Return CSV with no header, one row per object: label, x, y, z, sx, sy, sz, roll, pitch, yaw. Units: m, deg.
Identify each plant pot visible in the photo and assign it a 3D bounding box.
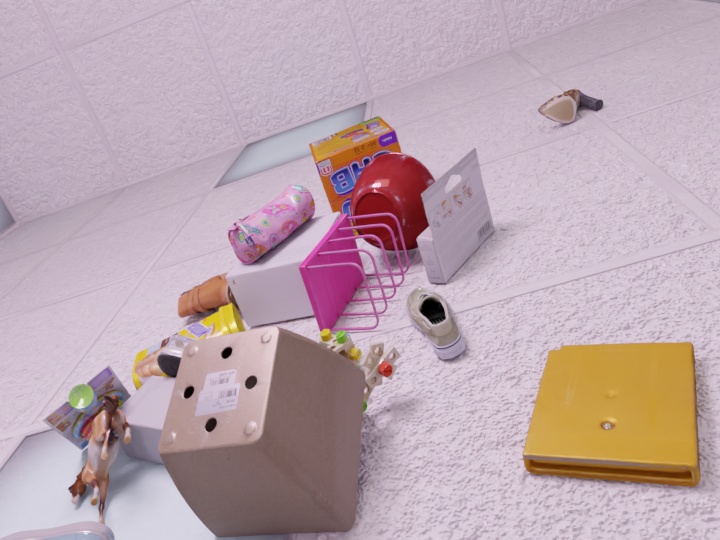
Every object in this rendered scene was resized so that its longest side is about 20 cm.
plant pot,-0.120,0.177,0.729,0.194,0.178,0.204,-11,49,20

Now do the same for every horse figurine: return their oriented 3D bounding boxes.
horse figurine,-0.371,0.264,0.891,0.049,0.206,0.132,12,9,-30

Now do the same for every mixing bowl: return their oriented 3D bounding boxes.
mixing bowl,0.052,-0.121,1.227,0.195,0.206,0.108,-5,17,32

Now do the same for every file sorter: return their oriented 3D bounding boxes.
file sorter,0.000,0.000,1.124,0.122,0.142,0.201,-4,29,27

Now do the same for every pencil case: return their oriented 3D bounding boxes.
pencil case,-0.176,-0.096,1.227,0.086,0.089,0.199,3,33,41

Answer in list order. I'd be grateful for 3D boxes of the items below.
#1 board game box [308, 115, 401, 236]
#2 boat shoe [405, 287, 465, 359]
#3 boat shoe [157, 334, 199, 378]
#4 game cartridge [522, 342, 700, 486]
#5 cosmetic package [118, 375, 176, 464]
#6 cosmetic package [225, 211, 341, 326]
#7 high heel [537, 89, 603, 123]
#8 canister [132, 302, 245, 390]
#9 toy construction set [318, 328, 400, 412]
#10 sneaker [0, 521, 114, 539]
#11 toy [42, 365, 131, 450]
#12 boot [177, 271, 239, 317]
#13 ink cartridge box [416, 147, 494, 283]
board game box,0.004,-0.229,1.505,0.195,0.204,0.201,-21,24,-1
boat shoe,0.116,0.065,0.984,0.070,0.063,0.200,-23,23,-4
boat shoe,-0.227,0.151,1.006,0.196,0.076,0.066,10,39,6
game cartridge,0.289,0.154,0.708,0.172,0.033,0.200,-6,26,31
cosmetic package,-0.280,0.231,0.950,0.196,0.083,0.113,-1,31,36
cosmetic package,-0.133,-0.003,1.253,0.194,0.126,0.201,-11,25,22
high heel,0.532,-0.448,1.666,0.194,0.073,0.143,-11,28,-18
canister,-0.301,0.152,1.114,0.196,0.088,0.148,-27,19,-8
toy construction set,-0.020,0.150,0.903,0.130,0.094,0.198,-32,15,-24
sneaker,-0.411,0.376,0.769,0.195,0.076,0.082,-20,21,5
toy,-0.414,0.234,0.982,0.047,0.202,0.115,39,64,16
boot,-0.328,0.059,1.337,0.151,0.079,0.201,-20,22,-2
ink cartridge box,0.171,-0.104,1.147,0.043,0.177,0.199,4,34,42
